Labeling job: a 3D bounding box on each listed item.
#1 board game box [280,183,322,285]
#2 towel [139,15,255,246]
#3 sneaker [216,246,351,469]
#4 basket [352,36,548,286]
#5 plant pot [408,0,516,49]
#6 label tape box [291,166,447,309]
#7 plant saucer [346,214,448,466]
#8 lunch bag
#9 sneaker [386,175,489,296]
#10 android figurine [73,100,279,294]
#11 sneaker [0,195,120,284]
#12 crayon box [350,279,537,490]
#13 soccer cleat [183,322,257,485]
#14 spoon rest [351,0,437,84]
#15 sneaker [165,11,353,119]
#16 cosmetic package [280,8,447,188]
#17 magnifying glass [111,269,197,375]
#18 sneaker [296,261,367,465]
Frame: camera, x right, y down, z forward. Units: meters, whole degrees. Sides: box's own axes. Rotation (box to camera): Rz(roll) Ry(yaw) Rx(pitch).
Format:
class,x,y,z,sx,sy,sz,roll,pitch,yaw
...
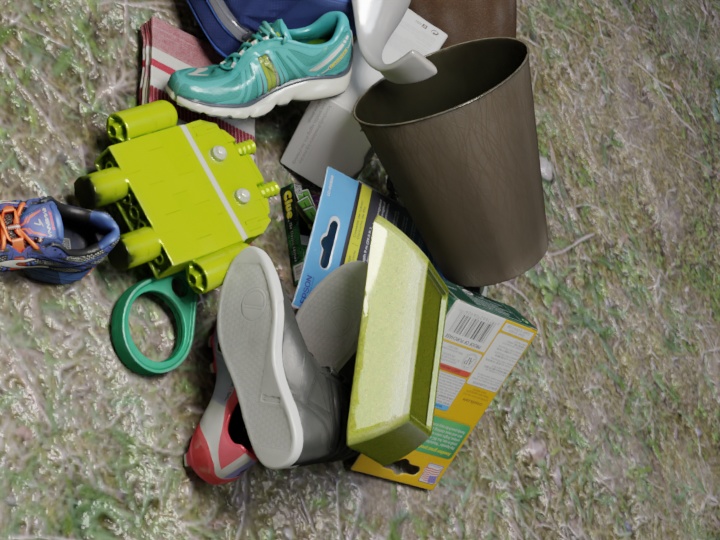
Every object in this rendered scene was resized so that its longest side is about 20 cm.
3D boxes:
class,x,y,z,sx,sy,sz,roll,pitch,yaw
board game box,0.000,-0.025,1.674,0.200,0.023,0.105,9,68,-47
towel,-0.156,-0.129,1.545,0.144,0.023,0.201,23,57,-44
sneaker,-0.061,0.079,1.407,0.099,0.071,0.201,13,57,-51
basket,0.106,-0.097,1.560,0.180,0.136,0.200,-27,120,-12
plant pot,0.097,-0.276,1.786,0.187,0.186,0.201,-29,109,-52
label tape box,0.000,0.000,1.592,0.200,0.066,0.144,26,71,-42
plant saucer,0.040,0.070,1.445,0.200,0.048,0.201,48,48,-74
lunch bag,-0.090,-0.275,1.602,0.200,0.132,0.136,5,50,-53
sneaker,0.088,-0.047,1.729,0.089,0.077,0.201,-19,92,-65
android figurine,-0.156,-0.068,1.450,0.200,0.041,0.182,-21,79,-43
sneaker,-0.279,-0.033,1.306,0.200,0.078,0.076,-2,73,-50
crayon box,0.071,0.114,1.598,0.126,0.200,0.052,21,16,-43
soccer cleat,-0.102,0.101,1.447,0.067,0.076,0.200,39,46,-30
spoon rest,0.022,-0.255,1.565,0.099,0.061,0.200,34,33,-42
sneaker,-0.094,-0.198,1.520,0.200,0.080,0.077,-20,44,-30
cosmetic package,0.005,-0.179,1.670,0.081,0.113,0.200,33,42,1
magnifying glass,-0.162,0.009,1.453,0.080,0.022,0.200,48,47,-26
sneaker,-0.017,0.090,1.502,0.099,0.071,0.201,15,97,-54
